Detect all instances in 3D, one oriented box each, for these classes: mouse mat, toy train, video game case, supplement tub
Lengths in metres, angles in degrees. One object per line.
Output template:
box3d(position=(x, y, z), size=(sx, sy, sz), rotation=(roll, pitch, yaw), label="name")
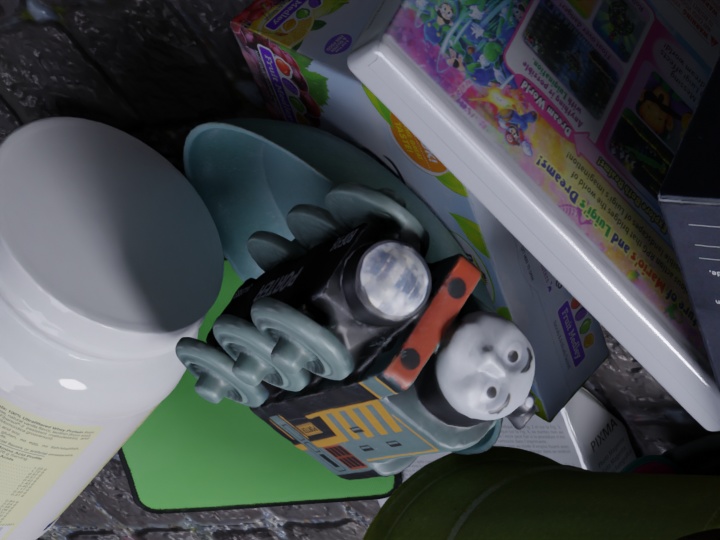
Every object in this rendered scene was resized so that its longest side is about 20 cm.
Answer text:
box3d(position=(-0.066, 0.064, 1.067), size=(0.160, 0.008, 0.201), rotation=(-4, 133, 7), label="mouse mat")
box3d(position=(0.000, 0.032, 0.806), size=(0.114, 0.086, 0.200), rotation=(37, 160, -12), label="toy train")
box3d(position=(0.101, -0.071, 0.725), size=(0.200, 0.183, 0.024), rotation=(44, 142, -20), label="video game case")
box3d(position=(-0.167, 0.035, 0.946), size=(0.145, 0.145, 0.200), rotation=(36, 129, -9), label="supplement tub")

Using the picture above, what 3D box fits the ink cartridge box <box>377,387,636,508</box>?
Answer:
box3d(position=(0.064, 0.078, 1.086), size=(0.162, 0.057, 0.201), rotation=(-3, 115, 40), label="ink cartridge box")

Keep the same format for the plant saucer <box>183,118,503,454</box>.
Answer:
box3d(position=(0.000, 0.000, 0.900), size=(0.200, 0.036, 0.200), rotation=(40, 159, 18), label="plant saucer")

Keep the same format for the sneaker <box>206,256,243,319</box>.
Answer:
box3d(position=(-0.105, -0.029, 1.039), size=(0.198, 0.081, 0.075), rotation=(13, 135, -9), label="sneaker")

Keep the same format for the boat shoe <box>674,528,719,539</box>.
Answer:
box3d(position=(0.196, 0.140, 0.749), size=(0.199, 0.066, 0.072), rotation=(11, -177, -32), label="boat shoe")

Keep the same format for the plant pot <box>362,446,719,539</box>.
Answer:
box3d(position=(0.124, 0.163, 0.855), size=(0.200, 0.201, 0.190), rotation=(43, 147, -18), label="plant pot")

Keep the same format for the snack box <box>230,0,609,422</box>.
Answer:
box3d(position=(0.031, -0.034, 0.904), size=(0.142, 0.053, 0.201), rotation=(27, 153, 39), label="snack box")

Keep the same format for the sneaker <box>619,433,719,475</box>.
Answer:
box3d(position=(0.172, 0.160, 1.027), size=(0.120, 0.084, 0.200), rotation=(35, 118, -2), label="sneaker")

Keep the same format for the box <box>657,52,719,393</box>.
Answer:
box3d(position=(0.201, -0.027, 0.691), size=(0.103, 0.201, 0.183), rotation=(4, 138, 32), label="box")
